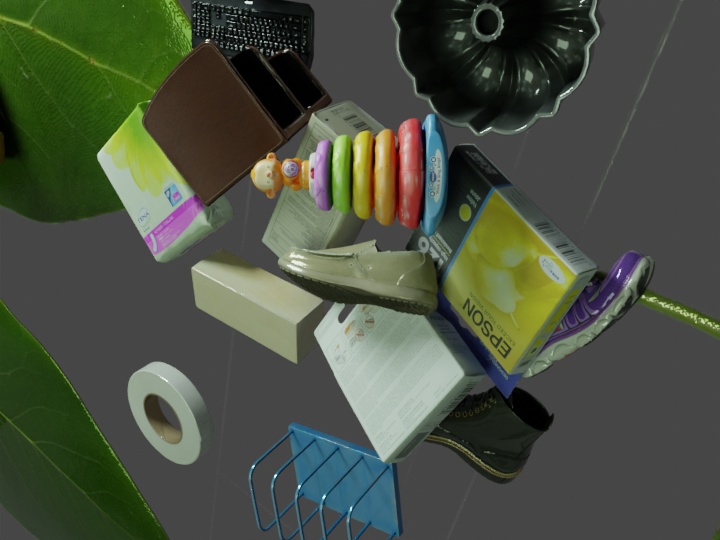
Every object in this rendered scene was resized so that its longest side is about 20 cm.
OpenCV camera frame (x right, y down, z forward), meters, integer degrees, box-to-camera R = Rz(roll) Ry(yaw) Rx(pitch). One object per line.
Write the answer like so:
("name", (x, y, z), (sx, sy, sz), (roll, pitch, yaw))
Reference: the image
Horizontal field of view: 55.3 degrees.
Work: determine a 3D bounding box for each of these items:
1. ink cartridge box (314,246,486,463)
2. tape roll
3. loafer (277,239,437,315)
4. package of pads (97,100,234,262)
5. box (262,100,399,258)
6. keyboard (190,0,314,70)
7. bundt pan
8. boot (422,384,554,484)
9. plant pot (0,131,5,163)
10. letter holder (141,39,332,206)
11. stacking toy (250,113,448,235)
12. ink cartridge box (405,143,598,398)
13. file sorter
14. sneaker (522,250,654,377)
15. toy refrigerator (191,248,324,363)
("ink cartridge box", (0.037, 0.099, 0.825), (0.161, 0.047, 0.201), (-53, 52, 27))
("tape roll", (-0.357, 0.269, 1.287), (0.201, 0.037, 0.206), (18, 121, 31))
("loafer", (0.000, 0.000, 0.785), (0.197, 0.069, 0.076), (12, 161, 21))
("package of pads", (-0.291, -0.127, 1.016), (0.154, 0.068, 0.202), (-27, 93, 41))
("box", (-0.038, -0.090, 0.831), (0.095, 0.078, 0.201), (41, 131, 13))
("keyboard", (-0.143, -0.280, 0.843), (0.198, 0.039, 0.106), (19, 122, 31))
("bundt pan", (0.131, -0.232, 0.631), (0.200, 0.076, 0.205), (18, 122, 30))
("boot", (0.124, 0.156, 0.819), (0.198, 0.078, 0.139), (27, 140, 9))
("plant pot", (-0.739, -0.289, 1.213), (0.198, 0.199, 0.186), (12, 103, 32))
("letter holder", (-0.157, -0.192, 0.826), (0.143, 0.101, 0.199), (50, 139, -13))
("stacking toy", (-0.013, -0.097, 0.691), (0.197, 0.110, 0.118), (1, 96, 2))
("ink cartridge box", (0.128, 0.005, 0.735), (0.198, 0.047, 0.201), (52, 134, 32))
("file sorter", (-0.054, 0.344, 1.034), (0.198, 0.122, 0.141), (10, 118, 34))
("sneaker", (0.210, 0.038, 0.708), (0.084, 0.080, 0.200), (54, 133, 11))
("toy refrigerator", (-0.147, 0.047, 0.994), (0.198, 0.070, 0.077), (25, 132, 27))
